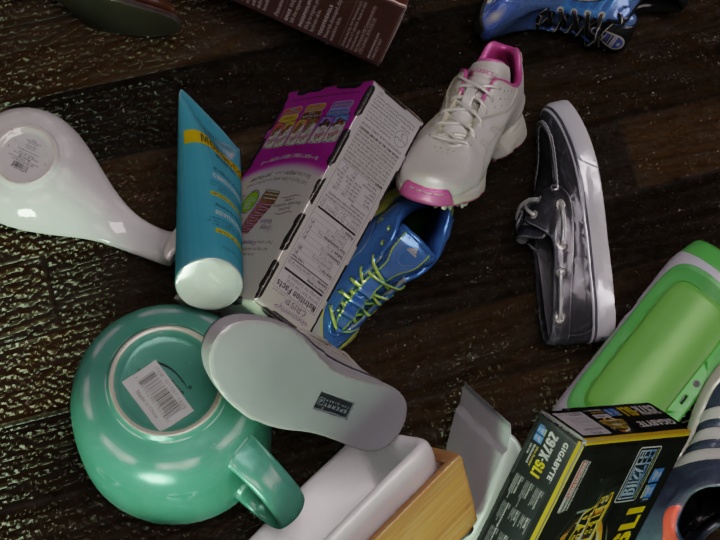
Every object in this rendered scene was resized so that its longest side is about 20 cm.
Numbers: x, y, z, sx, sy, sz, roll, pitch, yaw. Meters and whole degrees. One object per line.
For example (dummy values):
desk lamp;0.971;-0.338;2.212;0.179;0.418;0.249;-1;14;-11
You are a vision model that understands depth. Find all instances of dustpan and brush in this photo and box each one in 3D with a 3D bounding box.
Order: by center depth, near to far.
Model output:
dustpan and brush;0.093;0.203;1.614;0.057;0.140;0.202;14;98;-16

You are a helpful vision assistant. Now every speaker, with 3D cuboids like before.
speaker;0.234;0.076;1.659;0.088;0.088;0.200;39;85;1

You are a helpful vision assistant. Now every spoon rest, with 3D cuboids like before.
spoon rest;-0.223;-0.058;1.645;0.199;0.061;0.100;28;72;11

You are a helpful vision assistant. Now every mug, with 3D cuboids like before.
mug;-0.127;0.105;1.568;0.183;0.115;0.153;6;66;1

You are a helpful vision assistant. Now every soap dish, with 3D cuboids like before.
soap dish;-0.013;0.213;1.568;0.200;0.157;0.081;-43;104;-16

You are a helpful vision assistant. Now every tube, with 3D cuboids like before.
tube;-0.116;-0.054;1.601;0.050;0.078;0.201;-26;38;17

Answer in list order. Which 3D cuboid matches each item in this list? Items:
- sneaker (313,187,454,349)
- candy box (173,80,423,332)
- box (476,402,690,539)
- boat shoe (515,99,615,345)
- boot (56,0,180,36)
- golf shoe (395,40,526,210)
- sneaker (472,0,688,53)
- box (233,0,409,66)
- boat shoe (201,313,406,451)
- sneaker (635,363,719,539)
sneaker;0.000;0.000;1.635;0.076;0.105;0.200;44;73;-8
candy box;-0.048;-0.046;1.620;0.061;0.136;0.201;37;72;-26
box;0.150;0.196;1.554;0.049;0.159;0.201;35;109;30
boat shoe;0.158;-0.038;1.698;0.067;0.072;0.202;-6;85;-13
boot;-0.211;-0.305;1.699;0.185;0.064;0.202;18;70;-8
golf shoe;0.080;-0.117;1.642;0.075;0.092;0.200;16;31;14
sneaker;0.189;-0.225;1.739;0.198;0.079;0.090;-18;78;-14
box;-0.052;-0.256;1.687;0.199;0.075;0.101;25;43;-4
boat shoe;-0.049;0.074;1.521;0.199;0.066;0.072;21;99;-42
sneaker;0.291;0.146;1.621;0.201;0.084;0.075;-55;134;-4
